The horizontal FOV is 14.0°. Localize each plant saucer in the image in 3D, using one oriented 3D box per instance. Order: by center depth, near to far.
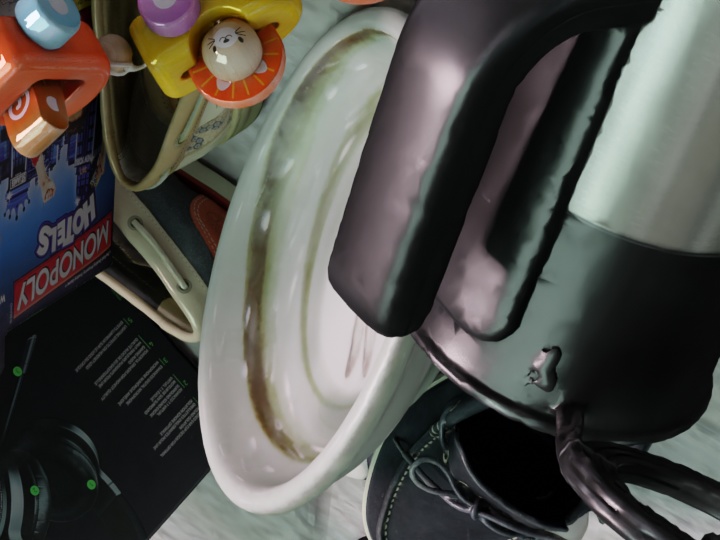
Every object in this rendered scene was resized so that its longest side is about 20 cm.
[{"bbox_3d":[0.000,0.000,1.139,0.050,0.201,0.200,15,154,-23],"label":"plant saucer"}]

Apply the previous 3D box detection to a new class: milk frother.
[{"bbox_3d":[0.111,-0.018,0.927,0.200,0.180,0.189,34,125,19],"label":"milk frother"}]

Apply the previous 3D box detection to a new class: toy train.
[{"bbox_3d":[-0.057,-0.097,1.061,0.200,0.150,0.056,-38,70,25],"label":"toy train"}]

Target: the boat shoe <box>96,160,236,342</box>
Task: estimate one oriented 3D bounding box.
[{"bbox_3d":[-0.128,-0.037,1.305,0.199,0.063,0.071,32,147,18],"label":"boat shoe"}]

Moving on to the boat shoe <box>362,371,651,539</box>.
[{"bbox_3d":[0.056,0.071,1.119,0.074,0.062,0.200,33,138,-12],"label":"boat shoe"}]

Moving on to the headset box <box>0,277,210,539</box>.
[{"bbox_3d":[-0.176,0.075,1.376,0.200,0.174,0.093,48,146,-11],"label":"headset box"}]

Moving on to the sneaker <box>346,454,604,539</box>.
[{"bbox_3d":[0.068,0.051,1.197,0.129,0.080,0.199,35,135,-12],"label":"sneaker"}]

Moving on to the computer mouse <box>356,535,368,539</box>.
[{"bbox_3d":[0.065,0.187,1.363,0.199,0.053,0.139,22,142,27],"label":"computer mouse"}]

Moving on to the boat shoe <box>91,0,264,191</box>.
[{"bbox_3d":[-0.074,-0.114,1.163,0.073,0.063,0.201,25,142,24],"label":"boat shoe"}]

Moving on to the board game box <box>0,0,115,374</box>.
[{"bbox_3d":[-0.167,-0.025,1.172,0.061,0.200,0.201,13,112,20],"label":"board game box"}]
